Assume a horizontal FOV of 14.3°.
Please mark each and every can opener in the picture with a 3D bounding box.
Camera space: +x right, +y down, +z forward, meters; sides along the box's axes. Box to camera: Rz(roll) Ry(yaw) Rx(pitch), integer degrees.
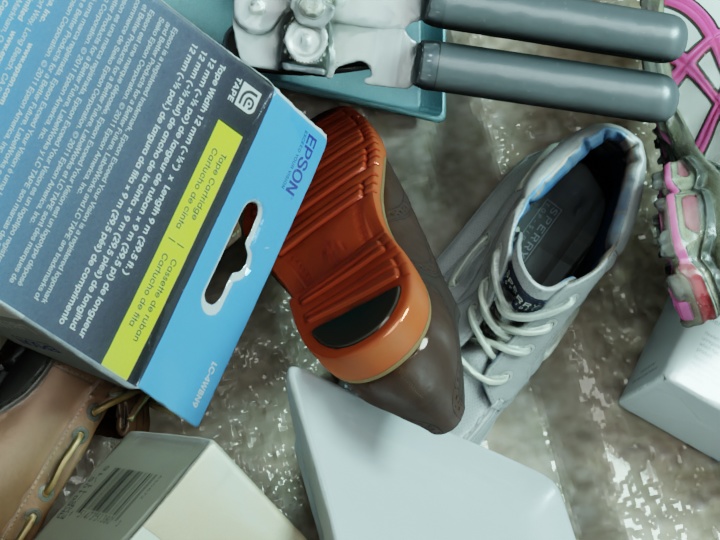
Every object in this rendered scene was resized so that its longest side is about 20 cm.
[{"bbox_3d":[0.040,-0.101,1.236,0.198,0.066,0.053,8,91,2],"label":"can opener"}]

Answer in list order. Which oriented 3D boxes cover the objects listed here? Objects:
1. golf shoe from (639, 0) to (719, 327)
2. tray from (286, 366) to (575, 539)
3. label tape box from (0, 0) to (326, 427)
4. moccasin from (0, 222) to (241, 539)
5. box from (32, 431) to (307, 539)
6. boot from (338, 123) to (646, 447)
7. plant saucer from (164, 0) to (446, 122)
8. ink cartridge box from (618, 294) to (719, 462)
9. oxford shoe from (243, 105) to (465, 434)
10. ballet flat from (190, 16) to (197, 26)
[{"bbox_3d":[0.171,-0.064,1.272,0.091,0.073,0.201,-12,53,11],"label":"golf shoe"},{"bbox_3d":[0.036,0.115,1.208,0.200,0.022,0.108,26,38,-48],"label":"tray"},{"bbox_3d":[-0.120,-0.045,1.168,0.200,0.066,0.144,36,72,-40],"label":"label tape box"},{"bbox_3d":[-0.116,0.052,1.229,0.078,0.074,0.202,43,66,-15],"label":"moccasin"},{"bbox_3d":[-0.038,0.163,1.179,0.078,0.095,0.200,-49,111,-19],"label":"box"},{"bbox_3d":[0.055,0.018,1.266,0.073,0.096,0.201,33,71,-4],"label":"boot"},{"bbox_3d":[-0.047,-0.115,1.284,0.199,0.019,0.070,10,73,-33],"label":"plant saucer"},{"bbox_3d":[0.217,-0.002,1.326,0.115,0.067,0.201,29,71,-4],"label":"ink cartridge box"},{"bbox_3d":[0.000,0.000,1.240,0.071,0.200,0.073,-32,123,12],"label":"oxford shoe"},{"bbox_3d":[-0.106,-0.125,1.283,0.066,0.057,0.201,-12,79,-15],"label":"ballet flat"}]
